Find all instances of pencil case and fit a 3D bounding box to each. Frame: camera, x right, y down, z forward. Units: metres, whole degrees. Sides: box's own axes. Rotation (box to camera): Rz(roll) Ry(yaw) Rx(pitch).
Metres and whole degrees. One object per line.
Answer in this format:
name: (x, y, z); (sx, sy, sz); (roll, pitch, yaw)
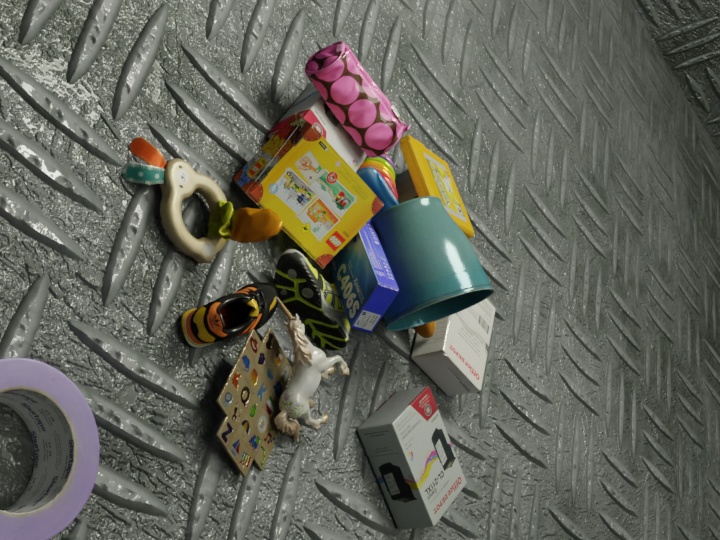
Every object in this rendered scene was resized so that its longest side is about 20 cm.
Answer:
pencil case: (-0.004, -0.294, 1.537); (0.200, 0.093, 0.091); (47, 44, -28)

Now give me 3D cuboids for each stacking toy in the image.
stacking toy: (0.026, -0.175, 1.687); (0.117, 0.109, 0.201); (55, 29, -24)

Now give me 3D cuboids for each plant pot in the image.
plant pot: (0.107, -0.018, 1.565); (0.199, 0.199, 0.190); (-2, 68, -53)

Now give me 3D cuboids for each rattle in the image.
rattle: (-0.228, -0.111, 1.286); (0.130, 0.142, 0.201); (-45, 121, -30)

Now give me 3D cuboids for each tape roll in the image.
tape roll: (-0.394, 0.202, 0.994); (0.199, 0.084, 0.202); (23, 61, -48)

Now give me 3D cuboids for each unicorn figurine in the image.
unicorn figurine: (-0.083, 0.159, 1.394); (0.137, 0.073, 0.202); (32, 65, -52)

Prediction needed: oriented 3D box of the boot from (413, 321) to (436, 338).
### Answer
boot: (0.054, 0.052, 1.664); (0.143, 0.070, 0.203); (-26, 94, -48)

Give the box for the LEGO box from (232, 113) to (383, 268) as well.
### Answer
LEGO box: (-0.081, -0.127, 1.465); (0.149, 0.077, 0.200); (-45, 124, 0)

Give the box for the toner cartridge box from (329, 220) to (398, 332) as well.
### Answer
toner cartridge box: (0.000, 0.000, 1.502); (0.043, 0.095, 0.201); (19, 30, -28)

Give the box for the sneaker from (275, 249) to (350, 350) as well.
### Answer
sneaker: (-0.078, 0.041, 1.490); (0.201, 0.075, 0.077); (62, 28, -32)

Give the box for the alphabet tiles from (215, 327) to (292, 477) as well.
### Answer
alphabet tiles: (-0.154, 0.193, 1.341); (0.201, 0.006, 0.167); (-67, 146, -40)

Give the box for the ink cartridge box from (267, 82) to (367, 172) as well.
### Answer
ink cartridge box: (-0.058, -0.241, 1.595); (0.148, 0.085, 0.201); (55, 42, -24)

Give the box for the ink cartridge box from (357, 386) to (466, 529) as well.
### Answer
ink cartridge box: (0.095, 0.330, 1.596); (0.146, 0.082, 0.202); (-35, 105, -53)

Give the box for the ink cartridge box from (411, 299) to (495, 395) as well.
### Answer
ink cartridge box: (0.186, 0.123, 1.788); (0.146, 0.084, 0.201); (46, 46, -34)

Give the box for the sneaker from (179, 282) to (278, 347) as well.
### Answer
sneaker: (-0.170, 0.061, 1.334); (0.199, 0.089, 0.071); (-23, 96, -53)

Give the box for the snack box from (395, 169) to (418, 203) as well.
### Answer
snack box: (0.129, -0.089, 1.766); (0.169, 0.067, 0.201); (54, 24, -26)

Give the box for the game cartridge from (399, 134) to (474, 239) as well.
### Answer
game cartridge: (0.149, -0.159, 1.747); (0.200, 0.032, 0.178); (23, 45, -63)
